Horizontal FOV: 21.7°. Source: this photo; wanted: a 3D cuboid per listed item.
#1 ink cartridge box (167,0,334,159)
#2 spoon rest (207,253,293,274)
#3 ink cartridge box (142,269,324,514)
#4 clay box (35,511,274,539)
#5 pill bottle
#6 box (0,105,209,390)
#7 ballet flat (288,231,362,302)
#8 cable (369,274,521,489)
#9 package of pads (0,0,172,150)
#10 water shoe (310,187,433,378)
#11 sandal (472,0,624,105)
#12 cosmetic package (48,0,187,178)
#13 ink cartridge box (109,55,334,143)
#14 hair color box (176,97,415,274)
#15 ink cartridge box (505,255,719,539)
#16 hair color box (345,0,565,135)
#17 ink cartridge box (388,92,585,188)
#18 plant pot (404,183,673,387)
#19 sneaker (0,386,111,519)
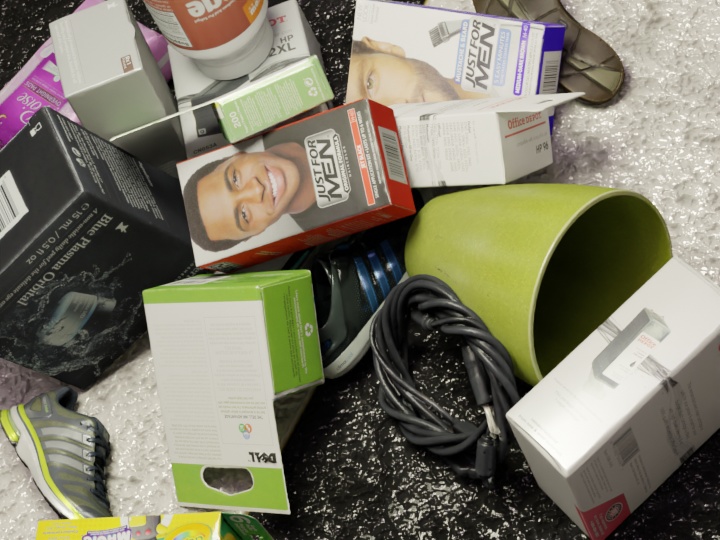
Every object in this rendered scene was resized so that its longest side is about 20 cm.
[{"bbox_3d":[-0.101,-0.151,1.862,0.144,0.084,0.201,-19,55,7],"label":"ink cartridge box"},{"bbox_3d":[-0.094,-0.018,1.765,0.201,0.060,0.099,-62,24,10],"label":"spoon rest"},{"bbox_3d":[-0.108,0.107,1.683,0.147,0.075,0.202,-2,99,39],"label":"ink cartridge box"},{"bbox_3d":[-0.169,0.253,1.623,0.198,0.115,0.048,-4,59,17],"label":"clay box"},{"bbox_3d":[-0.153,-0.274,1.782,0.111,0.200,0.113,-9,56,14],"label":"pill bottle"},{"bbox_3d":[-0.273,-0.016,1.740,0.196,0.199,0.118,-42,53,15],"label":"box"},{"bbox_3d":[-0.029,-0.007,1.766,0.063,0.067,0.201,35,76,1],"label":"ballet flat"},{"bbox_3d":[0.065,0.085,1.622,0.050,0.164,0.200,-20,44,-25],"label":"cable"},{"bbox_3d":[-0.295,-0.185,1.956,0.120,0.076,0.200,32,74,35],"label":"package of pads"},{"bbox_3d":[0.000,0.000,1.716,0.071,0.079,0.201,9,68,60],"label":"water shoe"},{"bbox_3d":[0.182,-0.233,1.837,0.082,0.055,0.200,-44,70,-3],"label":"sandal"},{"bbox_3d":[-0.226,-0.158,1.837,0.089,0.201,0.107,-22,51,4],"label":"cosmetic package"},{"bbox_3d":[-0.128,-0.139,1.720,0.198,0.146,0.048,-24,97,-4],"label":"ink cartridge box"},{"bbox_3d":[-0.059,-0.073,1.681,0.198,0.061,0.103,-18,77,23],"label":"hair color box"},{"bbox_3d":[0.229,0.107,1.553,0.200,0.146,0.085,-41,56,-8],"label":"ink cartridge box"},{"bbox_3d":[0.089,-0.194,1.806,0.198,0.065,0.111,12,101,26],"label":"hair color box"},{"bbox_3d":[0.098,-0.117,1.712,0.198,0.116,0.069,-1,102,30],"label":"ink cartridge box"},{"bbox_3d":[0.138,-0.001,1.645,0.199,0.187,0.188,21,68,44],"label":"plant pot"},{"bbox_3d":[-0.260,0.179,1.728,0.081,0.074,0.200,-36,57,-8],"label":"sneaker"}]
